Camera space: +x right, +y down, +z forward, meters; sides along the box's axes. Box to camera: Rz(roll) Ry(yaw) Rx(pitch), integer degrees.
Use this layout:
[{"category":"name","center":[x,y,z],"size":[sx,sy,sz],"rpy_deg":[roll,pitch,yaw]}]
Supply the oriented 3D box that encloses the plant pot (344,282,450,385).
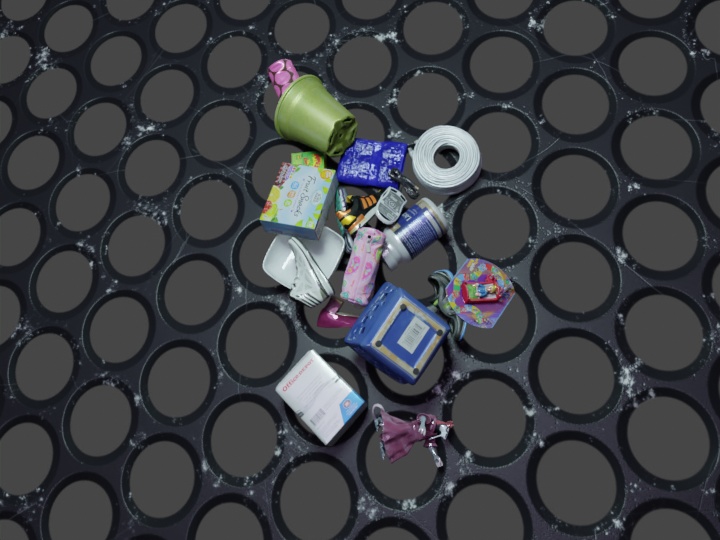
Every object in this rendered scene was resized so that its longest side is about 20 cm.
[{"category":"plant pot","center":[0.101,0.161,1.563],"size":[0.199,0.180,0.201],"rpy_deg":[37,82,-8]}]

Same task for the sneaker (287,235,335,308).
[{"category":"sneaker","center":[-0.164,0.010,1.666],"size":[0.114,0.076,0.202],"rpy_deg":[-34,74,-4]}]

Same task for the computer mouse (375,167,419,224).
[{"category":"computer mouse","center":[0.088,-0.192,1.714],"size":[0.109,0.044,0.201],"rpy_deg":[40,51,-6]}]

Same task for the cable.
[{"category":"cable","center":[0.246,-0.317,1.776],"size":[0.196,0.069,0.203],"rpy_deg":[-17,71,4]}]

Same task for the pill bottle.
[{"category":"pill bottle","center":[0.133,-0.095,1.703],"size":[0.199,0.116,0.116],"rpy_deg":[-38,71,-4]}]

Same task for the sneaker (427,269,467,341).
[{"category":"sneaker","center":[0.225,0.095,1.645],"size":[0.081,0.071,0.203],"rpy_deg":[-7,65,-19]}]

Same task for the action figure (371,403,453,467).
[{"category":"action figure","center":[0.139,0.408,1.576],"size":[0.196,0.136,0.149],"rpy_deg":[-12,28,-7]}]

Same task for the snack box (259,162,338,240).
[{"category":"snack box","center":[-0.168,-0.194,1.739],"size":[0.166,0.068,0.203],"rpy_deg":[11,64,15]}]

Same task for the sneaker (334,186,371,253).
[{"category":"sneaker","center":[-0.019,-0.145,1.782],"size":[0.086,0.075,0.204],"rpy_deg":[-7,73,-17]}]

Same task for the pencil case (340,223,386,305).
[{"category":"pencil case","center":[0.007,-0.014,1.630],"size":[0.086,0.087,0.204],"rpy_deg":[19,100,15]}]

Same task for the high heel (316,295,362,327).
[{"category":"high heel","center":[-0.022,0.157,1.692],"size":[0.198,0.067,0.097],"rpy_deg":[33,102,17]}]

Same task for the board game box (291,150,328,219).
[{"category":"board game box","center":[-0.150,-0.247,1.833],"size":[0.099,0.048,0.204],"rpy_deg":[-5,73,8]}]

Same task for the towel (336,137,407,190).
[{"category":"towel","center":[0.032,-0.318,1.824],"size":[0.196,0.050,0.150],"rpy_deg":[8,74,12]}]

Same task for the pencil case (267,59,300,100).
[{"category":"pencil case","center":[-0.212,-0.560,1.920],"size":[0.094,0.090,0.202],"rpy_deg":[-42,68,35]}]

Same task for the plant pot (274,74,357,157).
[{"category":"plant pot","center":[-0.114,-0.426,1.793],"size":[0.183,0.201,0.201],"rpy_deg":[36,82,23]}]

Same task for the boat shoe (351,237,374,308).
[{"category":"boat shoe","center":[0.000,0.000,1.710],"size":[0.070,0.069,0.204],"rpy_deg":[-5,101,-3]}]

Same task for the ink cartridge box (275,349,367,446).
[{"category":"ink cartridge box","center":[-0.101,0.332,1.628],"size":[0.200,0.086,0.147],"rpy_deg":[42,83,20]}]

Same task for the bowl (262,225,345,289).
[{"category":"bowl","center":[-0.152,-0.033,1.755],"size":[0.197,0.075,0.202],"rpy_deg":[28,79,17]}]

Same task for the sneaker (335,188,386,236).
[{"category":"sneaker","center":[0.007,-0.186,1.731],"size":[0.090,0.070,0.201],"rpy_deg":[45,52,-6]}]

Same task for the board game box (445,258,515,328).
[{"category":"board game box","center":[0.318,0.047,1.627],"size":[0.157,0.039,0.200],"rpy_deg":[38,60,8]}]
